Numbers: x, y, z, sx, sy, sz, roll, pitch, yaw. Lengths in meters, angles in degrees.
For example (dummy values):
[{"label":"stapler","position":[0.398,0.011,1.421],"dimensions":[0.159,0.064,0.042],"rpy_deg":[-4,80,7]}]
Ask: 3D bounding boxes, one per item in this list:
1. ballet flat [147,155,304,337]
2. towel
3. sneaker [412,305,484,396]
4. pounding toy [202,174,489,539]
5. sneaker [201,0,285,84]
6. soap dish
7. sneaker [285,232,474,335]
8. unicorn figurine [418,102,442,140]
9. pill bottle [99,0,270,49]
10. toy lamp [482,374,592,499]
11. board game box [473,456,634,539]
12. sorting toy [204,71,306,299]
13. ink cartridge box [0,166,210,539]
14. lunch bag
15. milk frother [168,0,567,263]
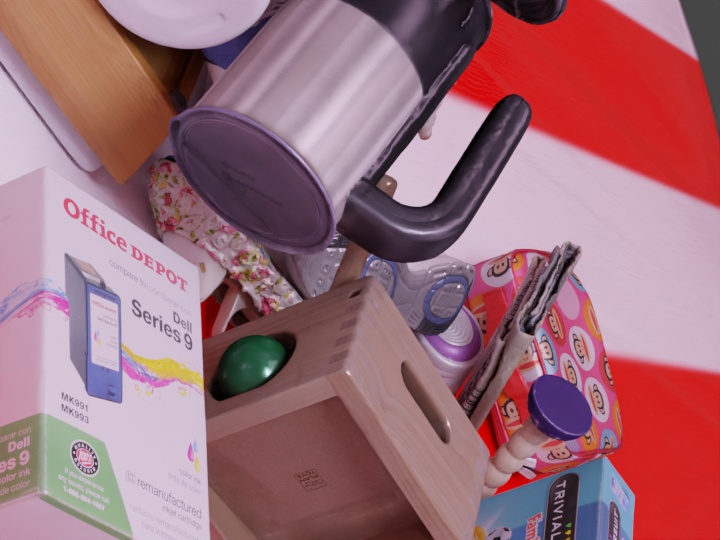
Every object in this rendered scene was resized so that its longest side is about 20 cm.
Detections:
[{"label":"ballet flat","position":[-0.085,0.013,1.272],"dimensions":[0.200,0.075,0.064],"rpy_deg":[51,64,-25]},{"label":"towel","position":[0.100,0.079,1.482],"dimensions":[0.034,0.201,0.193],"rpy_deg":[32,28,5]},{"label":"sneaker","position":[0.033,0.031,1.509],"dimensions":[0.074,0.100,0.201],"rpy_deg":[2,41,-21]},{"label":"pounding toy","position":[-0.022,0.081,1.201],"dimensions":[0.200,0.183,0.142],"rpy_deg":[57,27,-24]},{"label":"sneaker","position":[-0.056,-0.131,1.276],"dimensions":[0.199,0.080,0.116],"rpy_deg":[-43,132,-64]},{"label":"soap dish","position":[-0.162,-0.175,1.234],"dimensions":[0.158,0.081,0.200],"rpy_deg":[55,27,-28]},{"label":"sneaker","position":[0.000,0.000,1.351],"dimensions":[0.087,0.075,0.200],"rpy_deg":[32,7,31]},{"label":"unicorn figurine","position":[0.021,-0.111,1.491],"dimensions":[0.137,0.073,0.201],"rpy_deg":[108,4,-71]},{"label":"pill bottle","position":[-0.093,-0.237,1.183],"dimensions":[0.120,0.119,0.200],"rpy_deg":[55,27,-28]},{"label":"toy lamp","position":[0.092,0.153,1.373],"dimensions":[0.058,0.200,0.058],"rpy_deg":[23,42,-22]},{"label":"board game box","position":[0.087,0.223,1.296],"dimensions":[0.047,0.199,0.151],"rpy_deg":[52,29,-28]},{"label":"sorting toy","position":[-0.051,-0.071,1.398],"dimensions":[0.181,0.106,0.201],"rpy_deg":[73,16,-44]},{"label":"ink cartridge box","position":[-0.159,0.066,1.048],"dimensions":[0.145,0.087,0.201],"rpy_deg":[38,37,-48]},{"label":"lunch bag","position":[0.157,0.081,1.695],"dimensions":[0.176,0.082,0.201],"rpy_deg":[5,67,-63]},{"label":"milk frother","position":[0.011,-0.126,1.101],"dimensions":[0.188,0.180,0.200],"rpy_deg":[-54,160,-29]}]
